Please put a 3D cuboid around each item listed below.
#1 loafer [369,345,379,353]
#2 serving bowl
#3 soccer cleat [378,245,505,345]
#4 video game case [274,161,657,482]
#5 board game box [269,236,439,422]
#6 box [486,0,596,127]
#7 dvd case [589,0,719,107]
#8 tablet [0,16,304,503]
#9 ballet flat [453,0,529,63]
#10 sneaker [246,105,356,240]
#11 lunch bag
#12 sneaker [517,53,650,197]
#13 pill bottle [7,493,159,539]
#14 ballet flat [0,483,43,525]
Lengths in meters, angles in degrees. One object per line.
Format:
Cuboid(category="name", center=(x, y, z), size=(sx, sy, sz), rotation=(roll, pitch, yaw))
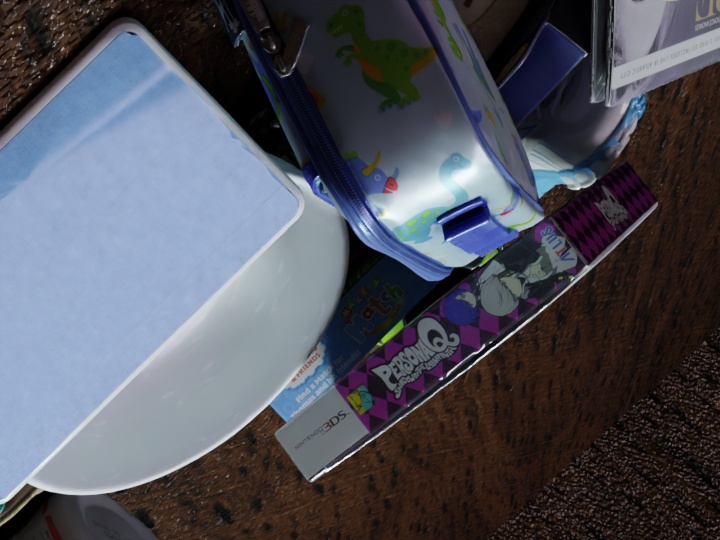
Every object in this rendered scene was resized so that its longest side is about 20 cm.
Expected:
Cuboid(category="loafer", center=(0.011, 0.022, 1.346), size=(0.199, 0.071, 0.073), rotation=(-31, 162, -39))
Cuboid(category="serving bowl", center=(-0.104, 0.014, 0.985), size=(0.199, 0.066, 0.201), rotation=(-28, 145, -22))
Cuboid(category="soccer cleat", center=(0.069, -0.028, 1.286), size=(0.200, 0.081, 0.068), rotation=(-50, 134, -15))
Cuboid(category="video game case", center=(0.061, 0.022, 1.051), size=(0.181, 0.036, 0.200), rotation=(-39, 177, 21))
Cuboid(category="board game box", center=(0.000, 0.000, 1.170), size=(0.151, 0.037, 0.200), rotation=(-45, -170, 6))
Cuboid(category="box", center=(0.092, -0.122, 1.062), size=(0.121, 0.032, 0.200), rotation=(-46, -170, 45))
Cuboid(category="dvd case", center=(0.156, -0.193, 1.007), size=(0.148, 0.016, 0.202), rotation=(-24, 120, -52))
Cuboid(category="tablet", center=(-0.131, 0.000, 0.875), size=(0.200, 0.014, 0.130), rotation=(-44, 124, 1))
Cuboid(category="ballet flat", center=(0.066, -0.168, 1.004), size=(0.200, 0.067, 0.062), rotation=(-51, 148, 1))
Cuboid(category="sneaker", center=(-0.010, -0.063, 1.072), size=(0.090, 0.066, 0.200), rotation=(-43, 170, -13))
Cuboid(category="lunch bag", center=(0.013, -0.079, 0.878), size=(0.082, 0.162, 0.200), rotation=(-29, 170, 9))
Cuboid(category="sneaker", center=(0.096, -0.091, 1.168), size=(0.075, 0.086, 0.200), rotation=(-63, -166, -22))
Cuboid(category="pill bottle", center=(-0.213, 0.238, 1.284), size=(0.200, 0.109, 0.109), rotation=(-45, 165, 9))
Cuboid(category="ballet flat", center=(-0.200, 0.104, 1.039), size=(0.065, 0.071, 0.199), rotation=(-36, 169, 38))
